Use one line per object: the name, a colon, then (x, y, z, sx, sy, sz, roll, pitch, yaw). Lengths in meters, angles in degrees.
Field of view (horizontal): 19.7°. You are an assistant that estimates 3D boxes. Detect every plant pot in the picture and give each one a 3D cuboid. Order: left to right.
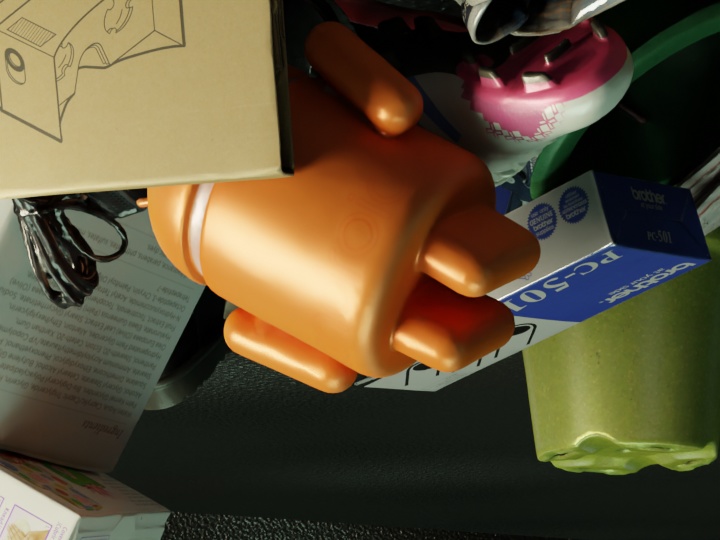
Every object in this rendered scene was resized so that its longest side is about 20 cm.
plant pot: (0.192, 0.048, 1.508, 0.198, 0.186, 0.200, 0, 166, 0)

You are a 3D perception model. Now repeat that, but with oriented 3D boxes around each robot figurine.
robot figurine: (-0.016, -0.027, 0.970, 0.199, 0.117, 0.144, 27, 153, 23)

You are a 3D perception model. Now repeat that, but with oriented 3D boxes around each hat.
hat: (0.111, -0.144, 1.097, 0.199, 0.177, 0.166, -11, 147, -40)

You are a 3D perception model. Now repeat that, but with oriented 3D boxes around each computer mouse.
computer mouse: (-0.119, -0.091, 1.057, 0.052, 0.200, 0.139, 20, 142, 36)

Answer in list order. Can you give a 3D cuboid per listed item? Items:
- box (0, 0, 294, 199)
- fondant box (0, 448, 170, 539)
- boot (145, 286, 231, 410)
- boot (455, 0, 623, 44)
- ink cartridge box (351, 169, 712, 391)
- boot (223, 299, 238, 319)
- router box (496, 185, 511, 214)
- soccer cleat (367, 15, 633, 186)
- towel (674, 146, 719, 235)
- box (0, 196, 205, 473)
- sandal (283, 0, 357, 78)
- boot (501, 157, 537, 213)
box: (-0.130, -0.116, 0.933, 0.198, 0.165, 0.021, -3, -177, 17)
fondant box: (-0.223, 0.115, 1.176, 0.199, 0.059, 0.144, 26, -179, 15)
boot: (-0.124, -0.025, 1.429, 0.079, 0.212, 0.159, -4, 123, 28)
boot: (0.043, -0.148, 0.927, 0.199, 0.096, 0.073, -10, 162, 37)
ink cartridge box: (0.078, 0.009, 1.110, 0.199, 0.045, 0.094, -28, 158, 36)
boot: (0.000, 0.000, 1.193, 0.137, 0.078, 0.200, 12, -172, 6)
router box: (-0.038, -0.065, 1.232, 0.179, 0.049, 0.199, 13, 173, 39)
soccer cleat: (0.068, -0.077, 0.988, 0.199, 0.070, 0.087, 11, 136, 56)
towel: (0.263, -0.085, 1.107, 0.199, 0.032, 0.191, -28, 172, -15)
box: (-0.222, -0.013, 1.175, 0.198, 0.172, 0.200, 28, 180, 31)
sandal: (-0.052, -0.121, 1.017, 0.048, 0.075, 0.200, 39, 179, 37)
boot: (0.091, -0.066, 1.289, 0.090, 0.073, 0.200, -7, 165, 8)
